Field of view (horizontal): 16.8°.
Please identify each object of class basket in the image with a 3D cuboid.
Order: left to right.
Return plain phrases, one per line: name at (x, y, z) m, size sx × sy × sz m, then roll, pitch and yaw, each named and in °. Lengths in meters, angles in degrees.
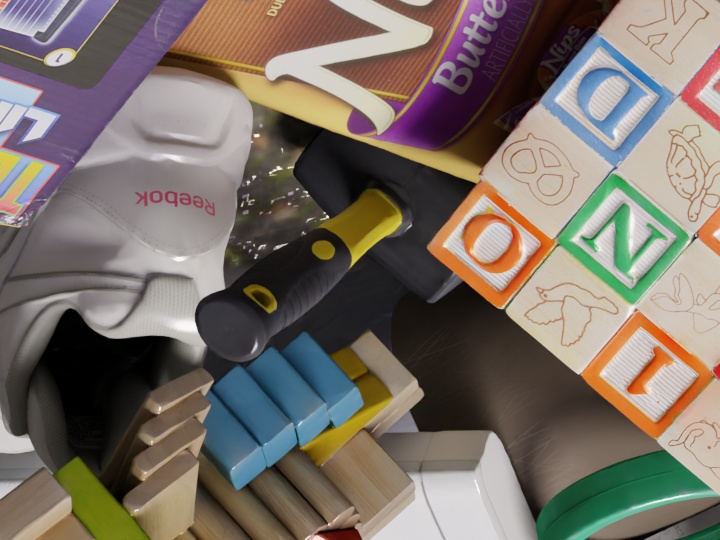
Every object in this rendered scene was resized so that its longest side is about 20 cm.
basket at (0.122, 0.007, 0.805) m, size 0.200 × 0.136 × 0.180 m, roll -32°, pitch -175°, yaw 22°

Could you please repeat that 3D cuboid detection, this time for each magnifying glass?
magnifying glass at (0.119, 0.100, 0.812) m, size 0.080 × 0.022 × 0.200 m, roll -22°, pitch 153°, yaw 17°

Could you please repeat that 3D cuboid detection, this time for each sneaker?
sneaker at (-0.090, 0.024, 0.713) m, size 0.078 × 0.099 × 0.200 m, roll 7°, pitch 152°, yaw -18°

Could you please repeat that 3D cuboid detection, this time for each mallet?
mallet at (0.000, 0.000, 0.689) m, size 0.066 × 0.200 × 0.041 m, roll 41°, pitch 109°, yaw -4°

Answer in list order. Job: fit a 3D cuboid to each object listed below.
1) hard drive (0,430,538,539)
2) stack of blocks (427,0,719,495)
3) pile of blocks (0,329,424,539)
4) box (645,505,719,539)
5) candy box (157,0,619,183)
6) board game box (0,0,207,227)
hard drive at (-0.031, 0.107, 0.824) m, size 0.200 × 0.027 × 0.132 m, roll -3°, pitch 133°, yaw 25°
stack of blocks at (0.134, 0.009, 0.679) m, size 0.115 × 0.200 × 0.059 m, roll -53°, pitch 176°, yaw 31°
pile of blocks at (-0.034, 0.070, 0.671) m, size 0.200 × 0.062 × 0.082 m, roll -28°, pitch 158°, yaw -44°
box at (0.161, 0.078, 0.933) m, size 0.200 × 0.106 × 0.152 m, roll -36°, pitch 141°, yaw 15°
candy box at (0.020, -0.094, 0.695) m, size 0.200 × 0.056 × 0.117 m, roll 18°, pitch 127°, yaw -40°
board game box at (-0.114, -0.102, 0.525) m, size 0.200 × 0.057 × 0.165 m, roll 17°, pitch 126°, yaw -43°
